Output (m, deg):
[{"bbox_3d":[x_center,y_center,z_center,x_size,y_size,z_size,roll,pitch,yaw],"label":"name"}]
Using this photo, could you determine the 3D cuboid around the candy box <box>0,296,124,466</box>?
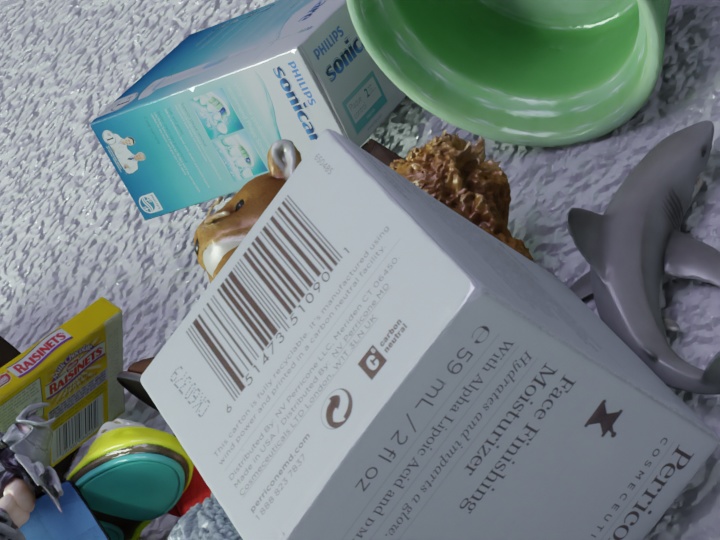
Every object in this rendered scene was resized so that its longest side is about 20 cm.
[{"bbox_3d":[-0.232,0.107,1.250,0.026,0.103,0.200,32,50,27],"label":"candy box"}]

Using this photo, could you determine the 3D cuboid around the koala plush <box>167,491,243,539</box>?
[{"bbox_3d":[-0.019,0.240,0.915,0.200,0.177,0.185,31,92,54],"label":"koala plush"}]

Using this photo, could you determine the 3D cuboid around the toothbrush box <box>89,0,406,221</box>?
[{"bbox_3d":[-0.066,-0.126,1.337,0.199,0.086,0.147,-17,22,37],"label":"toothbrush box"}]

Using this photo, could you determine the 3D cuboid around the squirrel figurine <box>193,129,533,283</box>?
[{"bbox_3d":[0.000,0.000,1.123,0.198,0.143,0.187,-20,34,-18],"label":"squirrel figurine"}]

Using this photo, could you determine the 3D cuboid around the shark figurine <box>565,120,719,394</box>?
[{"bbox_3d":[0.147,0.004,1.028,0.128,0.089,0.215,-33,35,21],"label":"shark figurine"}]

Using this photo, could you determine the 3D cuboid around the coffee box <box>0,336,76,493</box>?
[{"bbox_3d":[-0.303,0.105,1.379,0.199,0.114,0.080,-3,53,44],"label":"coffee box"}]

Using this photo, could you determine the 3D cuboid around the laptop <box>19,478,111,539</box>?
[{"bbox_3d":[-0.202,0.265,1.115,0.186,0.116,0.201,-32,38,22],"label":"laptop"}]

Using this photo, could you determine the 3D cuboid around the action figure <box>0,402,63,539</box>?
[{"bbox_3d":[-0.247,0.153,1.110,0.200,0.069,0.130,-48,21,-12],"label":"action figure"}]

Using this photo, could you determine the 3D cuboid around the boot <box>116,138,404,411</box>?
[{"bbox_3d":[-0.051,0.008,1.248,0.185,0.064,0.201,5,62,33],"label":"boot"}]

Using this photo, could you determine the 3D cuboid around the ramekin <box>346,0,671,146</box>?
[{"bbox_3d":[0.098,-0.181,1.166,0.199,0.200,0.098,-11,41,40],"label":"ramekin"}]

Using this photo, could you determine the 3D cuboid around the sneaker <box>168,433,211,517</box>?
[{"bbox_3d":[-0.060,0.148,1.134,0.200,0.077,0.086,25,94,59],"label":"sneaker"}]

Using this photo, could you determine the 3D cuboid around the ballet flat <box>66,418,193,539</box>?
[{"bbox_3d":[-0.151,0.131,1.175,0.200,0.066,0.068,124,156,-50],"label":"ballet flat"}]

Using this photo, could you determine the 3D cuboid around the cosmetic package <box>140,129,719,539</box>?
[{"bbox_3d":[0.034,0.070,0.952,0.165,0.199,0.165,-53,40,9],"label":"cosmetic package"}]
